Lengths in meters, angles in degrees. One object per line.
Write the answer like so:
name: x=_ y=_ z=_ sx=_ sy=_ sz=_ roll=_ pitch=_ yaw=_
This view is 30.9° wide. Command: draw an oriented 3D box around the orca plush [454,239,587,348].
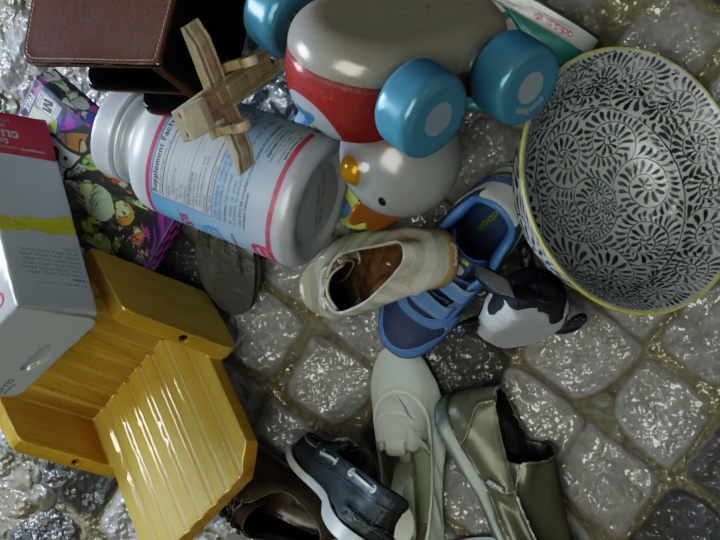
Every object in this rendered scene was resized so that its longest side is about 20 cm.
orca plush: x=0.119 y=0.011 z=1.030 sx=0.104 sy=0.200 sz=0.072 roll=-9 pitch=77 yaw=18

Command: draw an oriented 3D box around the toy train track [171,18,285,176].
toy train track: x=-0.075 y=-0.148 z=0.980 sx=0.032 sy=0.200 sz=0.116 roll=-9 pitch=113 yaw=30

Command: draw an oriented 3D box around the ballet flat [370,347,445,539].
ballet flat: x=0.041 y=0.169 z=1.154 sx=0.068 sy=0.069 sz=0.203 roll=-1 pitch=104 yaw=19

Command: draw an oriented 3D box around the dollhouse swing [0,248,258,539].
dollhouse swing: x=-0.216 y=0.131 z=1.160 sx=0.180 sy=0.177 sz=0.200 roll=23 pitch=124 yaw=-36

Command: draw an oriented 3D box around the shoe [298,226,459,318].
shoe: x=0.000 y=0.000 z=1.089 sx=0.199 sy=0.053 sz=0.071 roll=-17 pitch=82 yaw=52

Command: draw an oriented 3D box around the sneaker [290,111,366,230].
sneaker: x=-0.030 y=-0.131 z=1.094 sx=0.104 sy=0.076 sz=0.203 roll=-1 pitch=105 yaw=20

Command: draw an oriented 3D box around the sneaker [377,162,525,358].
sneaker: x=0.073 y=-0.003 z=1.088 sx=0.074 sy=0.082 sz=0.201 roll=38 pitch=114 yaw=4

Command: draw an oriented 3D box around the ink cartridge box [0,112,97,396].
ink cartridge box: x=-0.316 y=-0.014 z=1.121 sx=0.145 sy=0.083 sz=0.202 roll=-39 pitch=60 yaw=33

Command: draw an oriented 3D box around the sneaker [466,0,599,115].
sneaker: x=0.077 y=-0.180 z=1.043 sx=0.198 sy=0.084 sz=0.122 roll=30 pitch=102 yaw=8

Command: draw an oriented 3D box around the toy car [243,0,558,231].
toy car: x=0.019 y=-0.103 z=0.963 sx=0.184 sy=0.176 sz=0.202 roll=39 pitch=135 yaw=35

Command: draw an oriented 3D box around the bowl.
bowl: x=0.189 y=-0.062 z=1.008 sx=0.202 sy=0.199 sz=0.094 roll=61 pitch=157 yaw=-4

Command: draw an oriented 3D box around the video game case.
video game case: x=-0.261 y=-0.050 z=1.198 sx=0.181 sy=0.036 sz=0.201 roll=41 pitch=123 yaw=7

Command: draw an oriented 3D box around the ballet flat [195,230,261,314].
ballet flat: x=-0.121 y=-0.060 z=1.166 sx=0.067 sy=0.046 sz=0.203 roll=-3 pitch=107 yaw=25

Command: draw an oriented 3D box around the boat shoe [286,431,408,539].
boat shoe: x=-0.008 y=0.180 z=1.125 sx=0.075 sy=0.200 sz=0.061 roll=33 pitch=93 yaw=-28

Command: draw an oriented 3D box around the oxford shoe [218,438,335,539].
oxford shoe: x=-0.108 y=0.202 z=1.205 sx=0.198 sy=0.084 sz=0.074 roll=15 pitch=110 yaw=17

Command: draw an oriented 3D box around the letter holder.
letter holder: x=-0.163 y=-0.232 z=1.008 sx=0.140 sy=0.100 sz=0.203 roll=6 pitch=77 yaw=26

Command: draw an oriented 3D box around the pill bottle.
pill bottle: x=-0.116 y=-0.086 z=1.062 sx=0.198 sy=0.109 sz=0.110 roll=22 pitch=110 yaw=21

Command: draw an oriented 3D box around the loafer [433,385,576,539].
loafer: x=0.139 y=0.185 z=1.118 sx=0.069 sy=0.075 sz=0.201 roll=-33 pitch=92 yaw=28

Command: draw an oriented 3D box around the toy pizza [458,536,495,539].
toy pizza: x=0.124 y=0.340 z=1.188 sx=0.197 sy=0.032 sz=0.203 roll=5 pitch=105 yaw=18
